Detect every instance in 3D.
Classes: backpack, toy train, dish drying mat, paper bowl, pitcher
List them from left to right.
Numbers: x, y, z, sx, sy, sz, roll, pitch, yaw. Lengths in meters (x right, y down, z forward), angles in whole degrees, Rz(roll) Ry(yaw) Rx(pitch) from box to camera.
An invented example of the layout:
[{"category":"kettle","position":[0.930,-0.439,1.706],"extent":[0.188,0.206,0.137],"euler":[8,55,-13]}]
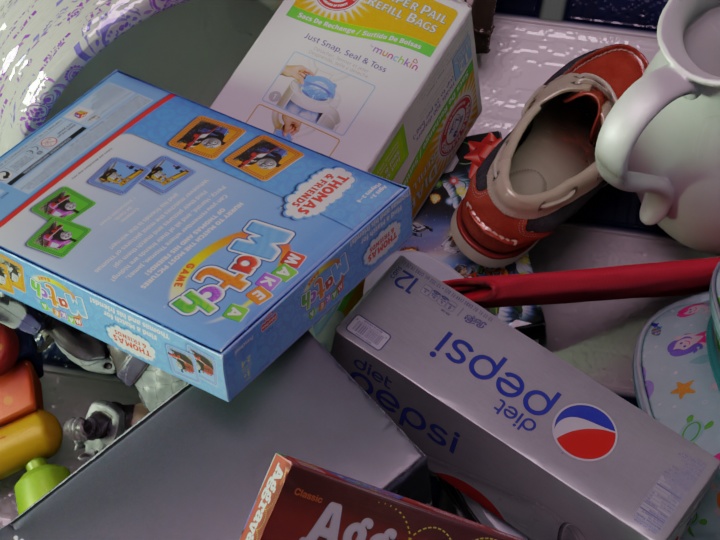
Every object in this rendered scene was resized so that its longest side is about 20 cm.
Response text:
[{"category":"toy train","position":[-0.187,0.089,1.243],"extent":[0.199,0.085,0.116],"euler":[-24,71,-8]},{"category":"paper bowl","position":[-0.140,-0.125,1.286],"extent":[0.200,0.201,0.104],"euler":[-33,61,-13]},{"category":"dish drying mat","position":[0.126,0.007,1.205],"extent":[0.199,0.077,0.018],"euler":[-3,85,-36]},{"category":"pitcher","position":[0.192,-0.077,1.226],"extent":[0.171,0.200,0.121],"euler":[-40,64,-16]},{"category":"backpack","position":[0.245,0.067,1.170],"extent":[0.199,0.151,0.178],"euler":[-13,37,7]}]

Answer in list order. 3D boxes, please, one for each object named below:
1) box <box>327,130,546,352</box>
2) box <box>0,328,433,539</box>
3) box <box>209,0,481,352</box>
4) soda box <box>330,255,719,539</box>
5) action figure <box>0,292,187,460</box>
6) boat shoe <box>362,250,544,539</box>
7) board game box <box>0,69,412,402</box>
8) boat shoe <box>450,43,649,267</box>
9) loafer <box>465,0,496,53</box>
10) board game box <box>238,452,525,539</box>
[{"category":"box","position":[0.000,0.000,1.294],"extent":[0.199,0.040,0.138],"euler":[-11,59,-1]},{"category":"box","position":[-0.068,0.157,1.121],"extent":[0.196,0.200,0.117],"euler":[-38,64,-15]},{"category":"box","position":[-0.022,-0.065,1.244],"extent":[0.101,0.113,0.201],"euler":[25,68,19]},{"category":"soda box","position":[0.079,0.081,1.125],"extent":[0.199,0.068,0.063],"euler":[33,57,14]},{"category":"action figure","position":[-0.133,0.038,1.198],"extent":[0.200,0.069,0.130],"euler":[38,105,-6]},{"category":"boat shoe","position":[0.057,0.081,1.205],"extent":[0.073,0.068,0.200],"euler":[-24,63,-21]},{"category":"board game box","position":[-0.097,-0.024,1.112],"extent":[0.199,0.037,0.151],"euler":[23,47,31]},{"category":"boat shoe","position":[0.122,-0.079,1.286],"extent":[0.071,0.063,0.200],"euler":[38,50,7]},{"category":"loafer","position":[0.093,-0.212,1.394],"extent":[0.071,0.073,0.201],"euler":[26,71,8]},{"category":"board game box","position":[0.024,0.163,1.043],"extent":[0.019,0.199,0.103],"euler":[24,91,59]}]
